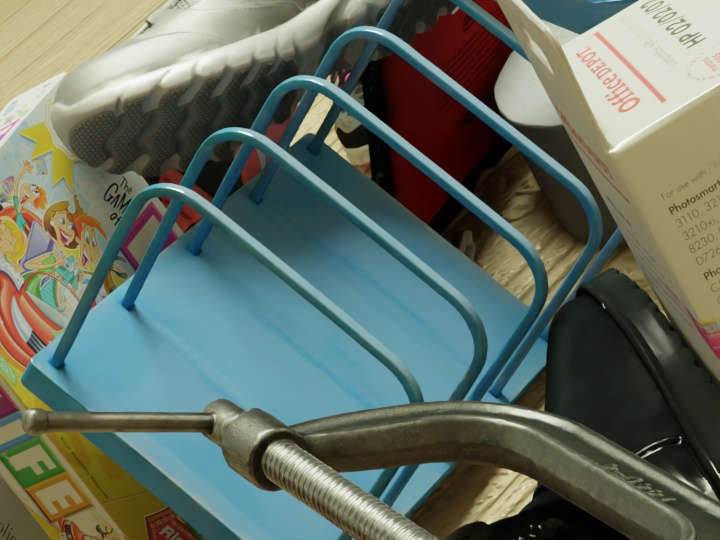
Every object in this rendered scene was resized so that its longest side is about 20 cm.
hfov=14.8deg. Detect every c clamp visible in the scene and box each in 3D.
[{"bbox_3d":[0.019,0.072,0.827,0.170,0.027,0.200,-5,17,-35],"label":"c clamp"}]

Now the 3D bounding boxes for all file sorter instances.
[{"bbox_3d":[0.000,0.000,1.029,0.200,0.139,0.123,-42,-13,-47],"label":"file sorter"}]

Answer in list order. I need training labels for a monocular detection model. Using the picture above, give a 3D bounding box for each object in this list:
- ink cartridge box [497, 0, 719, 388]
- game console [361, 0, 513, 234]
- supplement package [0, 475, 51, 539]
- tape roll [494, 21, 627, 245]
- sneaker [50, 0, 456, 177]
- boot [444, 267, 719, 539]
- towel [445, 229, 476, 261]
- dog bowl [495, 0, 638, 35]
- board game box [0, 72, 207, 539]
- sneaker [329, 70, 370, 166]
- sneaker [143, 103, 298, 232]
[{"bbox_3d":[0.122,-0.023,0.920,0.068,0.201,0.115,-30,21,1],"label":"ink cartridge box"},{"bbox_3d":[0.000,-0.070,1.277,0.118,0.173,0.200,2,24,20],"label":"game console"},{"bbox_3d":[-0.163,0.070,1.162,0.109,0.114,0.201,-9,44,37],"label":"supplement package"},{"bbox_3d":[0.160,-0.095,1.227,0.199,0.066,0.201,-27,22,11],"label":"tape roll"},{"bbox_3d":[-0.046,-0.105,1.109,0.199,0.082,0.075,-30,-18,-28],"label":"sneaker"},{"bbox_3d":[0.050,0.087,0.943,0.168,0.077,0.200,-29,25,-1],"label":"boot"},{"bbox_3d":[-0.042,0.052,1.238,0.199,0.023,0.144,-23,20,17],"label":"towel"},{"bbox_3d":[0.083,-0.141,1.101,0.112,0.199,0.050,-92,26,-52],"label":"dog bowl"},{"bbox_3d":[-0.097,0.040,1.080,0.034,0.200,0.135,-23,21,35],"label":"board game box"},{"bbox_3d":[0.005,-0.122,1.474,0.073,0.088,0.200,-28,21,9],"label":"sneaker"},{"bbox_3d":[-0.066,-0.035,1.224,0.087,0.074,0.200,-51,0,-31],"label":"sneaker"}]
